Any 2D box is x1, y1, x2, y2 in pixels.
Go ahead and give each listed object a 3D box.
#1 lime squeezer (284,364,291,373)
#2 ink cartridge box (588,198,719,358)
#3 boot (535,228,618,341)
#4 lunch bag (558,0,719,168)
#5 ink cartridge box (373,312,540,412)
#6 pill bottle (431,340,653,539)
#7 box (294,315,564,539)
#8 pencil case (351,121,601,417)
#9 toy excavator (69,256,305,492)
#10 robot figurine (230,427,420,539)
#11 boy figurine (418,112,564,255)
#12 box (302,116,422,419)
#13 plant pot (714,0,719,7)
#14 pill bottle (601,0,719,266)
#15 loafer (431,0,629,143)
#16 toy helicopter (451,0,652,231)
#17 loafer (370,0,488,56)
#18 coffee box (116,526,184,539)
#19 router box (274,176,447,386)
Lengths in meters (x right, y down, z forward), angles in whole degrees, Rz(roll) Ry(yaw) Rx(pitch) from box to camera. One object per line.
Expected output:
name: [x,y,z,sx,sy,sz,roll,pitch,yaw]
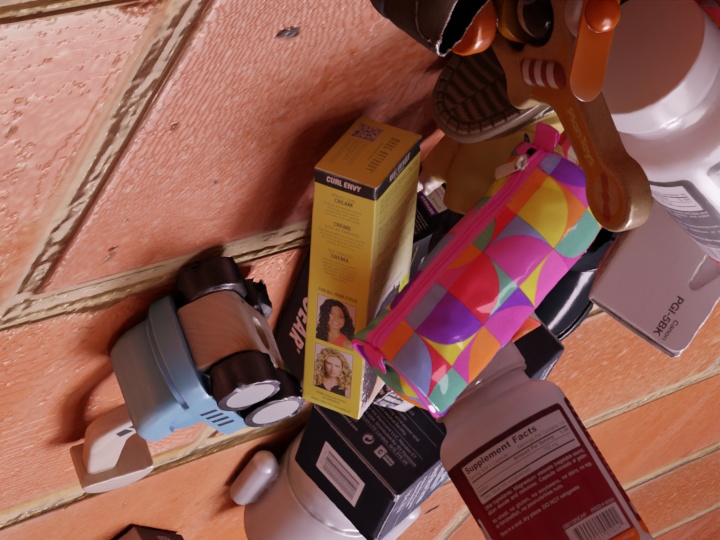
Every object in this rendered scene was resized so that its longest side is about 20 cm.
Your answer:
lime squeezer: [-0.067,0.093,1.796,0.071,0.038,0.199,-40,170,39]
ink cartridge box: [0.248,-0.028,1.702,0.147,0.083,0.200,-57,177,10]
boot: [0.167,-0.014,1.875,0.200,0.076,0.168,-47,162,14]
lunch bag: [0.228,-0.136,1.652,0.200,0.082,0.176,-51,175,39]
ink cartridge box: [0.093,0.036,1.743,0.199,0.051,0.109,-32,167,8]
pill bottle: [0.133,0.160,1.738,0.112,0.201,0.113,-29,168,-7]
box: [0.056,0.113,1.887,0.200,0.107,0.149,-40,168,-20]
pencil case: [0.082,0.001,1.499,0.200,0.088,0.088,-52,162,-6]
toy excavator: [-0.144,0.090,1.618,0.199,0.101,0.194,-23,160,8]
robot figurine: [-0.032,0.208,2.024,0.168,0.114,0.200,16,136,-21]
boy figurine: [0.095,-0.061,1.588,0.064,0.123,0.202,36,70,-63]
box: [0.000,0.000,1.535,0.075,0.050,0.201,-51,152,-46]
plant pot: [0.295,-0.238,1.373,0.182,0.201,0.200,-37,161,-1]
pill bottle: [0.234,-0.090,1.482,0.116,0.116,0.200,-38,132,12]
loafer: [0.138,-0.150,1.509,0.199,0.076,0.068,-37,155,4]
toy helicopter: [0.135,-0.122,1.379,0.078,0.201,0.132,-16,168,-32]
loafer: [0.095,-0.202,1.320,0.200,0.072,0.073,-43,159,24]
coffee box: [-0.237,0.322,2.007,0.200,0.080,0.113,-38,160,10]
router box: [0.021,0.001,1.708,0.148,0.051,0.200,-26,161,-24]
